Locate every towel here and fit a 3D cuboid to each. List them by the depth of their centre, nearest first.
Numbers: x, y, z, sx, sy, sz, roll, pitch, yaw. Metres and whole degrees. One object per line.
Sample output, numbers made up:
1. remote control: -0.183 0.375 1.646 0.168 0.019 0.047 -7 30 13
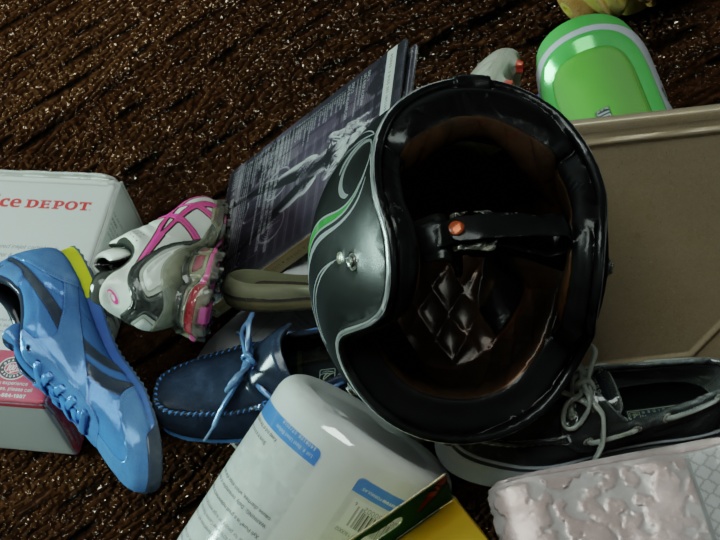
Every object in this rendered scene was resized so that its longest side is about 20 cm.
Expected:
1. towel: 0.194 0.205 1.368 0.191 0.032 0.200 -12 68 -13

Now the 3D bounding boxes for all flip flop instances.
1. flip flop: 0.000 0.000 1.511 0.200 0.081 0.058 2 93 23

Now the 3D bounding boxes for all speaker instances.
1. speaker: 0.183 -0.085 1.551 0.088 0.089 0.200 -18 52 3

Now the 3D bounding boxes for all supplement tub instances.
1. supplement tub: -0.045 0.180 1.414 0.132 0.132 0.200 39 97 34

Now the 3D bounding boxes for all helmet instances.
1. helmet: 0.058 -0.001 1.363 0.200 0.191 0.200 6 56 -8

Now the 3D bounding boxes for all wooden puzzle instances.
1. wooden puzzle: 0.207 -0.019 1.451 0.199 0.185 0.037 -5 21 3

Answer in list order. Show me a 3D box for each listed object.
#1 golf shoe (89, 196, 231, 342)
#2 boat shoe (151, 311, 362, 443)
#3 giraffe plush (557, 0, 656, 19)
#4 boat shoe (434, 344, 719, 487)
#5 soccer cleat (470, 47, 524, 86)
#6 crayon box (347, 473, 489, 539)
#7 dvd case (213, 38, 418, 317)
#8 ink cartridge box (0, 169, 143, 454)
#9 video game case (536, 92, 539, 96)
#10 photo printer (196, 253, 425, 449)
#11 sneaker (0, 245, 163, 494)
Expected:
1. golf shoe: -0.139 -0.012 1.568 0.092 0.073 0.200 11 15 -3
2. boat shoe: -0.047 0.060 1.492 0.200 0.069 0.084 -15 54 6
3. giraffe plush: 0.178 -0.261 1.706 0.172 0.200 0.162 -34 82 -13
4. boat shoe: 0.147 0.090 1.425 0.199 0.068 0.074 -2 48 -11
5. soccer cleat: 0.060 -0.091 1.589 0.077 0.069 0.200 12 52 22
6. crayon box: 0.031 0.220 1.361 0.127 0.200 0.051 -34 54 -8
7. dvd case: -0.035 -0.067 1.621 0.200 0.016 0.149 -36 32 35
8. ink cartridge box: -0.258 0.028 1.656 0.145 0.085 0.200 3 58 17
9. video game case: 0.158 -0.035 1.603 0.181 0.045 0.200 -39 54 -12
10. photo printer: -0.008 0.063 1.566 0.200 0.069 0.166 -43 55 -15
11. sneaker: -0.200 0.073 1.528 0.078 0.066 0.200 -14 62 -30
